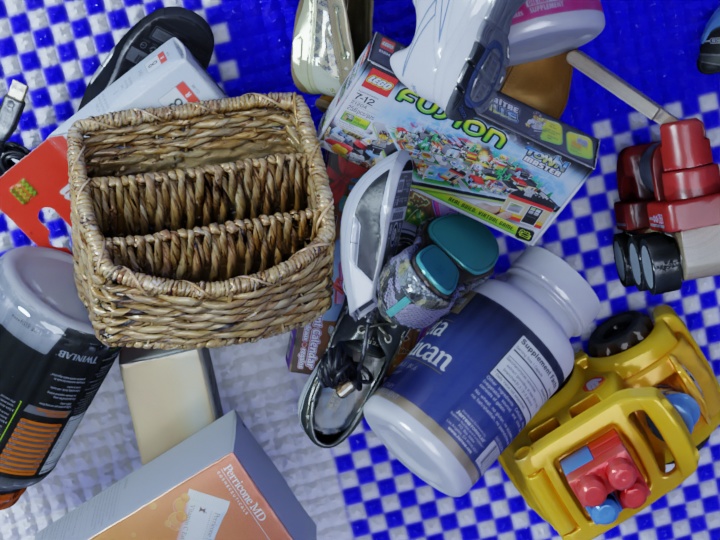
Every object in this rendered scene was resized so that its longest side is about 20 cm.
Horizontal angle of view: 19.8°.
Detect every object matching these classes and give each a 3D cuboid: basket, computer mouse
[{"bbox_3d":[-0.121,-0.035,1.598,0.199,0.143,0.150,-7,126,-16],"label":"basket"},{"bbox_3d":[0.000,0.000,1.619,0.044,0.110,0.201,13,95,12],"label":"computer mouse"},{"bbox_3d":[-0.215,-0.143,1.668,0.140,0.046,0.201,20,112,-27],"label":"computer mouse"}]

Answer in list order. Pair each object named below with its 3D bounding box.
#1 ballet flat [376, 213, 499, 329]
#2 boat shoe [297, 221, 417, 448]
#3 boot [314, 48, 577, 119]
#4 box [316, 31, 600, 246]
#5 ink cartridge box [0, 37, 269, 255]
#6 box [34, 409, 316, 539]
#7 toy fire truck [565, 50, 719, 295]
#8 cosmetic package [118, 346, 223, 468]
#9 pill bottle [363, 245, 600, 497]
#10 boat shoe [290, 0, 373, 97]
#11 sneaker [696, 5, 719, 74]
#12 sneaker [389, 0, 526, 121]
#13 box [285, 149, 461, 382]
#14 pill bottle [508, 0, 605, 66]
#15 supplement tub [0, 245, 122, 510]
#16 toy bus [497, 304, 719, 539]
[{"bbox_3d":[0.054,0.003,1.636,0.072,0.200,0.072,4,103,16],"label":"ballet flat"},{"bbox_3d":[0.007,0.057,1.705,0.068,0.057,0.201,21,103,-11],"label":"boat shoe"},{"bbox_3d":[0.074,-0.169,1.695,0.200,0.071,0.145,15,91,-2],"label":"boot"},{"bbox_3d":[0.075,-0.101,1.627,0.199,0.035,0.110,24,138,-10],"label":"box"},{"bbox_3d":[-0.177,-0.068,1.669,0.200,0.050,0.162,-40,127,2],"label":"ink cartridge box"},{"bbox_3d":[-0.149,0.225,1.649,0.199,0.098,0.125,-32,104,7],"label":"box"},{"bbox_3d":[0.238,-0.087,1.679,0.128,0.176,0.201,-10,93,-3],"label":"toy fire truck"},{"bbox_3d":[-0.146,0.148,1.731,0.071,0.105,0.201,-12,105,-1],"label":"cosmetic package"},{"bbox_3d":[0.105,0.078,1.700,0.111,0.111,0.200,47,75,-15],"label":"pill bottle"},{"bbox_3d":[-0.009,-0.237,1.644,0.062,0.073,0.201,12,106,29],"label":"boat shoe"},{"bbox_3d":[0.368,-0.149,1.727,0.199,0.071,0.083,29,106,-8],"label":"sneaker"},{"bbox_3d":[0.084,-0.215,1.528,0.087,0.074,0.201,27,91,30],"label":"sneaker"},{"bbox_3d":[0.021,-0.004,1.740,0.136,0.039,0.201,8,104,-9],"label":"box"},{"bbox_3d":[0.114,-0.269,1.614,0.113,0.113,0.201,-14,84,-2],"label":"pill bottle"},{"bbox_3d":[-0.279,0.091,1.680,0.122,0.123,0.200,27,114,-12],"label":"supplement tub"},{"bbox_3d":[0.218,0.139,1.723,0.199,0.192,0.136,-31,105,1],"label":"toy bus"}]
